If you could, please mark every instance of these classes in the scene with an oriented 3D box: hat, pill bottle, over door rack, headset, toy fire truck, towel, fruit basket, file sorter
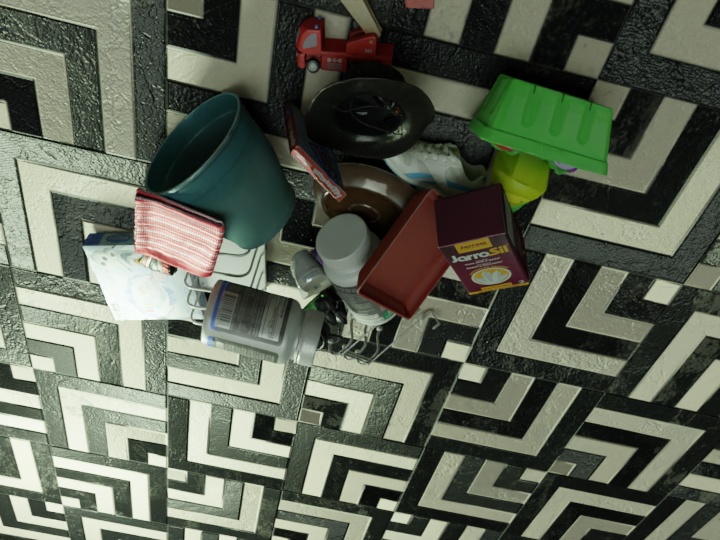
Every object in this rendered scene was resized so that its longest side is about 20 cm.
[{"bbox_3d":[0.011,-0.244,0.969,0.194,0.083,0.201,0,159,0],"label":"hat"},{"bbox_3d":[0.000,0.000,1.182,0.110,0.116,0.201,-11,143,16],"label":"pill bottle"},{"bbox_3d":[0.044,0.112,1.325,0.197,0.068,0.147,-30,155,15],"label":"over door rack"},{"bbox_3d":[-0.081,0.084,1.278,0.094,0.124,0.198,46,159,-21],"label":"headset"},{"bbox_3d":[0.004,-0.352,0.956,0.194,0.049,0.144,6,132,2],"label":"toy fire truck"},{"bbox_3d":[-0.291,-0.052,1.066,0.141,0.023,0.200,21,153,-10],"label":"towel"},{"bbox_3d":[0.258,-0.174,1.022,0.209,0.156,0.222,-1,110,-1],"label":"fruit basket"},{"bbox_3d":[-0.253,-0.002,1.251,0.135,0.126,0.203,7,133,1],"label":"file sorter"},{"bbox_3d":[-0.166,0.095,1.160,0.195,0.115,0.115,15,133,-4],"label":"pill bottle"}]

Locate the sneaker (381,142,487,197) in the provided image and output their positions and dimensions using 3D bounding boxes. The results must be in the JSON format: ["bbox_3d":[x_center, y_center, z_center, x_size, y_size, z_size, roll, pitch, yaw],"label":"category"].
[{"bbox_3d":[0.116,-0.175,1.091,0.197,0.078,0.081,24,127,-25],"label":"sneaker"}]

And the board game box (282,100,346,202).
[{"bbox_3d":[-0.072,-0.184,1.016,0.019,0.202,0.103,-40,119,15],"label":"board game box"}]

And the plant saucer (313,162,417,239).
[{"bbox_3d":[0.009,-0.107,1.138,0.195,0.033,0.201,14,155,6],"label":"plant saucer"}]

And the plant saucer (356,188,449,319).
[{"bbox_3d":[0.089,-0.028,1.124,0.202,0.037,0.199,-53,147,6],"label":"plant saucer"}]

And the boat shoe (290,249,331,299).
[{"bbox_3d":[-0.097,0.006,1.245,0.071,0.070,0.200,-28,172,1],"label":"boat shoe"}]

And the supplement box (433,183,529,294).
[{"bbox_3d":[0.199,-0.044,1.085,0.108,0.088,0.200,-11,153,20],"label":"supplement box"}]

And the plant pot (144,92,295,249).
[{"bbox_3d":[-0.209,-0.141,1.080,0.196,0.204,0.188,-23,132,25],"label":"plant pot"}]

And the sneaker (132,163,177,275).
[{"bbox_3d":[-0.370,-0.089,1.196,0.080,0.078,0.206,8,112,8],"label":"sneaker"}]

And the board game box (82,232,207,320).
[{"bbox_3d":[-0.421,0.014,1.339,0.193,0.044,0.204,0,132,6],"label":"board game box"}]

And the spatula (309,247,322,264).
[{"bbox_3d":[-0.023,0.012,1.306,0.056,0.021,0.199,-27,125,35],"label":"spatula"}]
